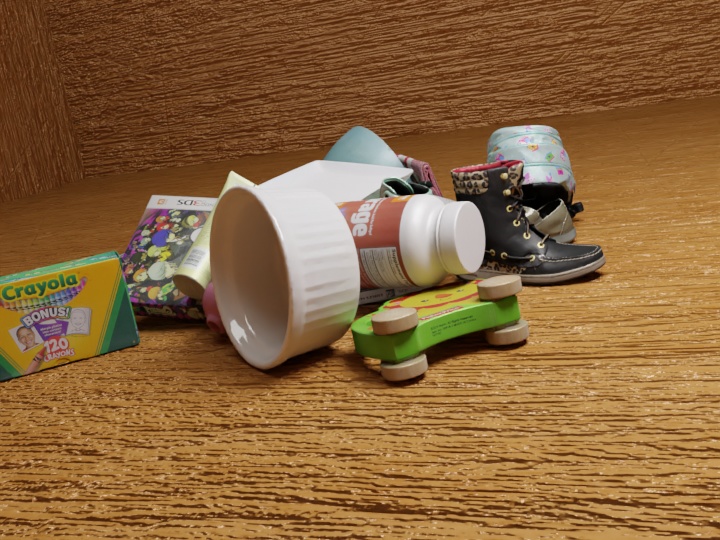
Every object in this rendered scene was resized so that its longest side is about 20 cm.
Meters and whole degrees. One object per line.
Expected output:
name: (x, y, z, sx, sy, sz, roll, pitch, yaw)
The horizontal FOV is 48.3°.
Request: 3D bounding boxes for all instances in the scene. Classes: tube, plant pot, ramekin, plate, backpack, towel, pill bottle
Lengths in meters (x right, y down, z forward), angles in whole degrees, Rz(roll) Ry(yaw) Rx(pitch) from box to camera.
tube: (-0.187, -0.050, 1.103, 0.052, 0.058, 0.201, -3, 47, 35)
plant pot: (-0.010, -0.127, 1.387, 0.134, 0.201, 0.200, -35, 22, -16)
ramekin: (-0.085, 0.001, 0.896, 0.097, 0.202, 0.200, -10, 13, -33)
plate: (-0.049, -0.121, 1.224, 0.198, 0.033, 0.200, 10, 28, 34)
backpack: (0.259, -0.144, 1.261, 0.165, 0.128, 0.200, -11, -13, 12)
towel: (0.079, -0.140, 1.386, 0.023, 0.145, 0.200, -37, 31, -16)
pill bottle: (0.046, -0.035, 0.992, 0.199, 0.113, 0.112, -3, 16, 32)

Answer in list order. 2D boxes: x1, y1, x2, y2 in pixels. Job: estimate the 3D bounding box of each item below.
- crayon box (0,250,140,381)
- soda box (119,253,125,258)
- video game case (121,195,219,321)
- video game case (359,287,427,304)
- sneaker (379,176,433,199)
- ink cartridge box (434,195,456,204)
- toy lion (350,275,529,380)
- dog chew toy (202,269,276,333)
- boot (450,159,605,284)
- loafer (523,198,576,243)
crayon box: (-0.395, 0.058, 1.023, 0.199, 0.120, 0.058, -15, 15, -19)
soda box: (-0.311, 0.002, 1.267, 0.063, 0.069, 0.199, -25, 19, -38)
video game case: (-0.247, -0.022, 1.143, 0.180, 0.036, 0.201, 4, 53, 15)
video game case: (0.000, 0.000, 1.132, 0.180, 0.024, 0.200, -11, 21, 2)
sneaker: (0.032, -0.076, 1.110, 0.199, 0.119, 0.074, 6, 28, 40)
ink cartridge box: (0.075, -0.092, 1.232, 0.198, 0.048, 0.146, 16, 16, 2)
toy lion: (0.078, 0.049, 0.883, 0.199, 0.069, 0.191, -16, 9, -22)
dog chew toy: (-0.131, 0.001, 1.042, 0.124, 0.125, 0.200, 4, 46, 42)
boot: (0.207, -0.064, 1.030, 0.199, 0.152, 0.073, 0, 17, 33)
loafer: (0.224, -0.058, 1.162, 0.199, 0.070, 0.075, -17, 16, -27)
